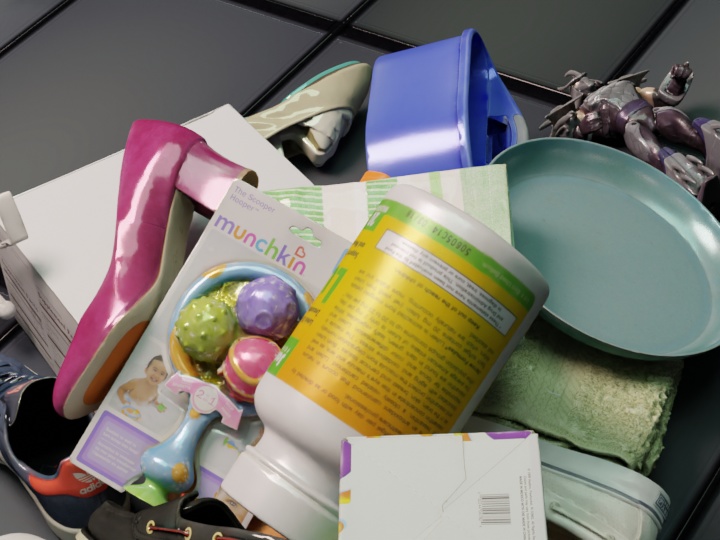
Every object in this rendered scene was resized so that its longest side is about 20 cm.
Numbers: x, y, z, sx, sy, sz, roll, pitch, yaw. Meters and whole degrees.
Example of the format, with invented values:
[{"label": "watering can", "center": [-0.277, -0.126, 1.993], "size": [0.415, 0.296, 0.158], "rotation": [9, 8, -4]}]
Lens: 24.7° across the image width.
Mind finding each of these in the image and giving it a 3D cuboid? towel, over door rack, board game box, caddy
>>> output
[{"label": "towel", "center": [0.144, 0.058, 1.099], "size": [0.148, 0.037, 0.200], "rotation": [16, 34, 14]}, {"label": "over door rack", "center": [-0.305, 0.028, 1.108], "size": [0.147, 0.200, 0.067], "rotation": [-30, 89, -26]}, {"label": "board game box", "center": [0.044, 0.190, 0.865], "size": [0.102, 0.201, 0.105], "rotation": [-2, 43, 3]}, {"label": "caddy", "center": [0.073, -0.086, 1.205], "size": [0.104, 0.142, 0.201], "rotation": [-10, 41, 15]}, {"label": "towel", "center": [0.000, 0.000, 1.048], "size": [0.199, 0.023, 0.153], "rotation": [-6, 53, 5]}]

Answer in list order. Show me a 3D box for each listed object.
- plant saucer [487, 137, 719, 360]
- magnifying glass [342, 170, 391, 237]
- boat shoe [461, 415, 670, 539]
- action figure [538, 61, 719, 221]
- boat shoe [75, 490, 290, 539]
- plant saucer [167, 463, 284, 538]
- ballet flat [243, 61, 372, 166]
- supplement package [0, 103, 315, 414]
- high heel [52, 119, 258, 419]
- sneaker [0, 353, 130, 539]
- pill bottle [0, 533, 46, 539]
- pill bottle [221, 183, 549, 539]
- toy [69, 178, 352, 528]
[{"label": "plant saucer", "center": [0.167, -0.012, 1.116], "size": [0.199, 0.027, 0.201], "rotation": [14, 42, -13]}, {"label": "magnifying glass", "center": [-0.033, 0.016, 1.077], "size": [0.079, 0.022, 0.201], "rotation": [12, 61, 36]}, {"label": "boat shoe", "center": [0.087, 0.142, 1.016], "size": [0.199, 0.071, 0.070], "rotation": [16, 61, 26]}, {"label": "action figure", "center": [0.226, -0.114, 1.288], "size": [0.130, 0.070, 0.200], "rotation": [-34, 45, -17]}, {"label": "boat shoe", "center": [-0.087, 0.157, 0.905], "size": [0.201, 0.073, 0.063], "rotation": [9, 74, 52]}, {"label": "plant saucer", "center": [-0.039, 0.127, 1.017], "size": [0.199, 0.032, 0.201], "rotation": [-16, 47, 18]}, {"label": "ballet flat", "center": [-0.061, -0.101, 1.308], "size": [0.199, 0.070, 0.069], "rotation": [-27, 47, -21]}, {"label": "supplement package", "center": [-0.134, -0.004, 1.162], "size": [0.199, 0.111, 0.156], "rotation": [-26, 46, -22]}, {"label": "high heel", "center": [-0.154, -0.005, 1.038], "size": [0.096, 0.067, 0.201], "rotation": [26, 77, 22]}, {"label": "sneaker", "center": [-0.220, 0.090, 1.084], "size": [0.075, 0.085, 0.200], "rotation": [-34, 49, -29]}, {"label": "pill bottle", "center": [-0.184, 0.213, 0.924], "size": [0.199, 0.115, 0.114], "rotation": [20, 47, 25]}, {"label": "pill bottle", "center": [0.010, 0.062, 0.933], "size": [0.111, 0.111, 0.201], "rotation": [30, 83, 32]}, {"label": "toy", "center": [-0.078, 0.054, 0.981], "size": [0.115, 0.047, 0.201], "rotation": [29, 85, 6]}]
